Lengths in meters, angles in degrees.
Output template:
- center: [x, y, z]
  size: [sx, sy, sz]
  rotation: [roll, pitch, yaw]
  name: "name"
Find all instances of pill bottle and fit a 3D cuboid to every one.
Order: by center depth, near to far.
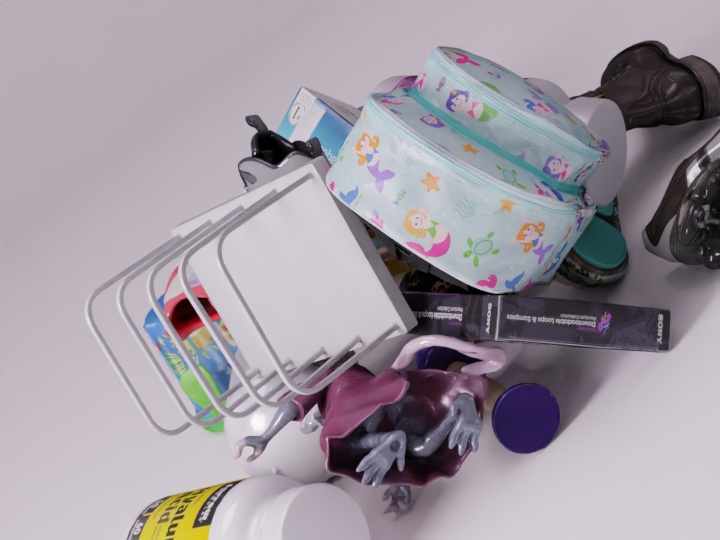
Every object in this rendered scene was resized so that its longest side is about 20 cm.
- center: [-0.084, 0.210, 1.245]
  size: [0.199, 0.111, 0.111]
  rotation: [-20, 26, 48]
  name: "pill bottle"
- center: [0.106, -0.098, 1.349]
  size: [0.199, 0.113, 0.112]
  rotation: [6, 42, 32]
  name: "pill bottle"

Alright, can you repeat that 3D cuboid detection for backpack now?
- center: [0.076, -0.067, 1.190]
  size: [0.151, 0.177, 0.200]
  rotation: [-61, -15, 20]
  name: "backpack"

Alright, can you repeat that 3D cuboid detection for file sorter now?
- center: [-0.087, 0.029, 1.239]
  size: [0.124, 0.139, 0.200]
  rotation: [-37, 10, -38]
  name: "file sorter"

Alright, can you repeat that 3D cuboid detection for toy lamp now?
- center: [0.088, 0.089, 1.279]
  size: [0.058, 0.058, 0.200]
  rotation: [-41, 17, -5]
  name: "toy lamp"

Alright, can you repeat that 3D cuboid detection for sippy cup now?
- center: [-0.142, 0.069, 1.691]
  size: [0.140, 0.131, 0.178]
  rotation: [-45, 18, -14]
  name: "sippy cup"

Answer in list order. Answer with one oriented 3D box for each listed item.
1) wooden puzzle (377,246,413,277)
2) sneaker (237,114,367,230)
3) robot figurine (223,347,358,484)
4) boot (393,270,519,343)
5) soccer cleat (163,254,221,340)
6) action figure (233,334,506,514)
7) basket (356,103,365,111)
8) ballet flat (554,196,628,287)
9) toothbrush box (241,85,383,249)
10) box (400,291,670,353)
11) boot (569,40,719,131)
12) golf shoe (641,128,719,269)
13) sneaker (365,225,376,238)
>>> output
- center: [0.000, 0.000, 1.441]
  size: [0.199, 0.037, 0.185]
  rotation: [-24, 3, -24]
  name: "wooden puzzle"
- center: [-0.080, -0.066, 1.475]
  size: [0.078, 0.141, 0.199]
  rotation: [-23, 3, -42]
  name: "sneaker"
- center: [-0.056, 0.110, 1.431]
  size: [0.200, 0.112, 0.171]
  rotation: [-89, 13, -68]
  name: "robot figurine"
- center: [0.112, -0.018, 1.464]
  size: [0.200, 0.073, 0.151]
  rotation: [-42, 15, 7]
  name: "boot"
- center: [-0.089, -0.001, 1.380]
  size: [0.199, 0.068, 0.074]
  rotation: [-26, 38, 39]
  name: "soccer cleat"
- center: [-0.001, 0.096, 1.236]
  size: [0.200, 0.133, 0.150]
  rotation: [23, 94, 68]
  name: "action figure"
- center: [0.001, -0.075, 1.747]
  size: [0.176, 0.139, 0.201]
  rotation: [-23, 43, 43]
  name: "basket"
- center: [0.179, -0.025, 1.382]
  size: [0.074, 0.074, 0.200]
  rotation: [-32, 17, 23]
  name: "ballet flat"
- center: [-0.038, -0.051, 1.633]
  size: [0.146, 0.085, 0.201]
  rotation: [42, 108, 38]
  name: "toothbrush box"
- center: [0.113, 0.036, 1.242]
  size: [0.200, 0.142, 0.036]
  rotation: [4, 89, 64]
  name: "box"
- center: [0.206, -0.147, 1.490]
  size: [0.173, 0.070, 0.200]
  rotation: [-17, 13, -16]
  name: "boot"
- center: [0.280, -0.084, 1.272]
  size: [0.200, 0.078, 0.094]
  rotation: [-46, 18, -23]
  name: "golf shoe"
- center: [0.045, -0.071, 1.522]
  size: [0.199, 0.077, 0.076]
  rotation: [-30, 55, 0]
  name: "sneaker"
